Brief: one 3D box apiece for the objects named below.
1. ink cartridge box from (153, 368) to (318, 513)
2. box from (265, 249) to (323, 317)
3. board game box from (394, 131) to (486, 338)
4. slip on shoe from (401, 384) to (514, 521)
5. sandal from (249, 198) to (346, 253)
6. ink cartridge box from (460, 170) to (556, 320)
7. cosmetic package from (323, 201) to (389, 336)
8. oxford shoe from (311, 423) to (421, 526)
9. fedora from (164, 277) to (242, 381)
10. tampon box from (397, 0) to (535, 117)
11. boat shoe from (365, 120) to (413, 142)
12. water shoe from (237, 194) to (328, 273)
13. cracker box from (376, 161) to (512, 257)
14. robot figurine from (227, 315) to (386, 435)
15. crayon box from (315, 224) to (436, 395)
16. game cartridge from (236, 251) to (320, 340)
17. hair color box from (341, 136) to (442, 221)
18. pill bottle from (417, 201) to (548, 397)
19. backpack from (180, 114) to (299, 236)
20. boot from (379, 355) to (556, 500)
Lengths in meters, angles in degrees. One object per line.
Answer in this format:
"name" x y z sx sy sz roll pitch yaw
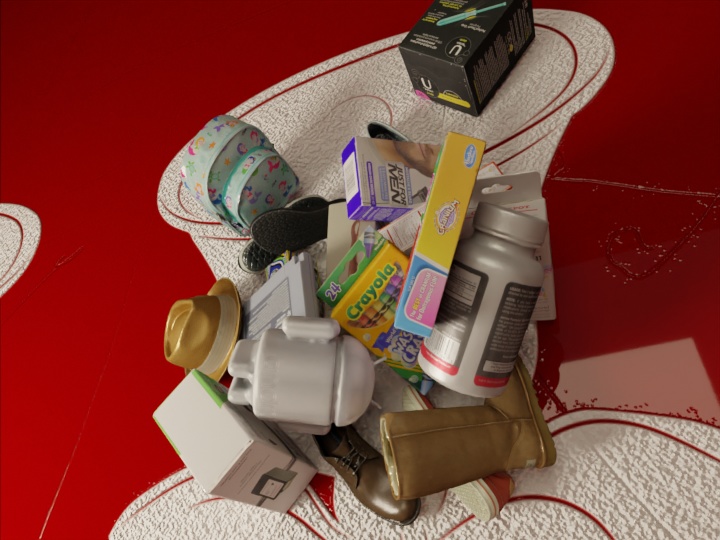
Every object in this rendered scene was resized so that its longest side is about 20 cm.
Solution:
"ink cartridge box" -0.164 0.239 0.732 0.145 0.201 0.084 36 78 34
"box" -0.102 0.074 0.861 0.064 0.069 0.203 -35 51 33
"board game box" 0.085 -0.039 0.604 0.040 0.153 0.204 16 95 3
"slip on shoe" 0.120 0.227 0.699 0.060 0.075 0.200 -21 45 -26
"sandal" -0.098 -0.078 0.909 0.197 0.077 0.048 -13 26 -31
"ink cartridge box" 0.191 -0.023 0.705 0.115 0.202 0.068 -5 41 21
"cosmetic package" 0.000 0.000 0.844 0.085 0.104 0.204 -9 62 16
"oxford shoe" -0.004 0.263 0.719 0.199 0.085 0.073 33 78 32
"fedora" -0.270 0.100 0.881 0.199 0.081 0.205 -23 59 45
"tampon box" 0.194 -0.409 0.957 0.149 0.126 0.201 32 81 34
"boat shoe" 0.072 -0.193 0.929 0.070 0.072 0.201 -41 58 -3
"water shoe" -0.140 -0.070 0.959 0.199 0.072 0.079 -37 14 -21
"cracker box" 0.134 -0.053 0.792 0.198 0.134 0.058 -30 56 7
"robot figurine" -0.066 0.136 0.682 0.195 0.173 0.114 4 27 -2
"crayon box" 0.050 0.053 0.719 0.199 0.052 0.126 39 98 -4
"game cartridge" -0.127 0.080 0.802 0.199 0.041 0.135 -38 53 38
"hair color box" 0.075 -0.135 0.824 0.196 0.065 0.112 0 74 -25
"pill bottle" 0.143 0.030 0.613 0.109 0.110 0.204 24 105 32
"backpack" -0.219 -0.171 0.972 0.149 0.200 0.179 28 76 33
"boot" 0.119 0.175 0.657 0.195 0.067 0.177 -5 44 -10
